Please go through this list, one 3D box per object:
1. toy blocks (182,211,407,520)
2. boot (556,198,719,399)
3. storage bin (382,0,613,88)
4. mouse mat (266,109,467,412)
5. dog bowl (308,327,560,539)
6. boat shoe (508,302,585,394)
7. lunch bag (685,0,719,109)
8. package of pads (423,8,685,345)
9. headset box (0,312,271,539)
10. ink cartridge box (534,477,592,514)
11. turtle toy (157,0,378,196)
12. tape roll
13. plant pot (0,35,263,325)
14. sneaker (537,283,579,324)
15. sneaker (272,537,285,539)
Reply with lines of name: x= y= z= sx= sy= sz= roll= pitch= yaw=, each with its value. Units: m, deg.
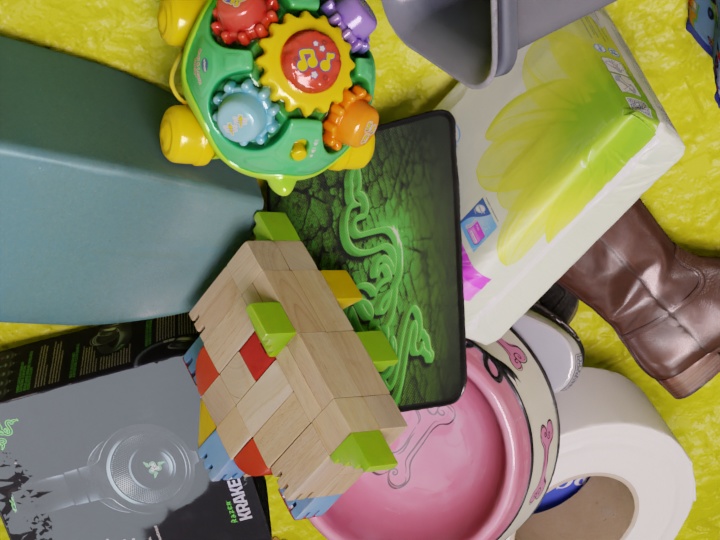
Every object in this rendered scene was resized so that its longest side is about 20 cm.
toy blocks: x=-0.058 y=0.082 z=1.014 sx=0.100 sy=0.200 sz=0.137 roll=-1 pitch=141 yaw=-45
boot: x=0.227 y=-0.029 z=1.136 sx=0.200 sy=0.064 sz=0.186 roll=44 pitch=92 yaw=-14
storage bin: x=0.089 y=-0.234 z=0.935 sx=0.134 sy=0.146 sz=0.200 roll=-22 pitch=129 yaw=-23
mouse mat: x=0.000 y=0.000 z=1.042 sx=0.161 sy=0.200 sz=0.008 roll=-12 pitch=162 yaw=34
dog bowl: x=0.034 y=0.118 z=1.079 sx=0.200 sy=0.074 sz=0.200 roll=3 pitch=101 yaw=15
boat shoe: x=0.073 y=0.026 z=1.128 sx=0.200 sy=0.057 sz=0.069 roll=33 pitch=106 yaw=14
lunch bag: x=0.319 y=-0.199 z=0.986 sx=0.200 sy=0.094 sz=0.151 roll=-9 pitch=141 yaw=-1
package of pads: x=0.107 y=-0.073 z=1.036 sx=0.068 sy=0.155 sz=0.200 roll=23 pitch=123 yaw=-35
headset box: x=-0.185 y=0.135 z=1.169 sx=0.200 sy=0.093 sz=0.174 roll=-14 pitch=114 yaw=0
ink cartridge box: x=0.095 y=0.194 z=1.289 sx=0.200 sy=0.044 sz=0.094 roll=-9 pitch=127 yaw=1
turtle toy: x=-0.048 y=-0.147 z=0.981 sx=0.146 sy=0.101 sz=0.200 roll=-1 pitch=87 yaw=-24
tape roll: x=0.151 y=0.171 z=1.191 sx=0.202 sy=0.071 sz=0.203 roll=-11 pitch=128 yaw=-14
plant pot: x=-0.177 y=-0.052 z=1.040 sx=0.200 sy=0.141 sz=0.141 roll=8 pitch=125 yaw=-24
sneaker: x=0.091 y=0.074 z=1.205 sx=0.200 sy=0.077 sz=0.089 roll=-41 pitch=154 yaw=15
sneaker: x=-0.146 y=0.258 z=1.297 sx=0.200 sy=0.075 sz=0.090 roll=18 pitch=117 yaw=-16
